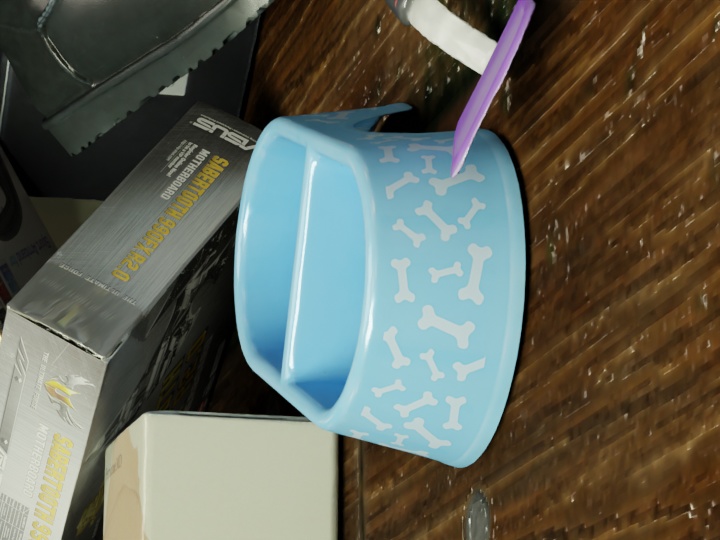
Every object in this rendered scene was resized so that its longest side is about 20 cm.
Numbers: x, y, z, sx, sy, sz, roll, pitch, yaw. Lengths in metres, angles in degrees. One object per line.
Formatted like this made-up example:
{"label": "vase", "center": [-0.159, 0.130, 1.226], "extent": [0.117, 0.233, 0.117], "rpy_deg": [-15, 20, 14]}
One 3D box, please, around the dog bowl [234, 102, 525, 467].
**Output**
{"label": "dog bowl", "center": [0.000, 0.000, 0.829], "extent": [0.200, 0.050, 0.112], "rpy_deg": [-148, 63, -72]}

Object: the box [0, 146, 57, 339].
{"label": "box", "center": [-0.182, -0.032, 1.034], "extent": [0.200, 0.041, 0.119], "rpy_deg": [60, -168, -5]}

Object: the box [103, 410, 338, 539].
{"label": "box", "center": [-0.056, 0.160, 0.927], "extent": [0.095, 0.078, 0.200], "rpy_deg": [137, 135, -68]}

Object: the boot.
{"label": "boot", "center": [-0.117, -0.148, 0.975], "extent": [0.198, 0.162, 0.073], "rpy_deg": [-32, 15, 39]}

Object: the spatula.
{"label": "spatula", "center": [0.027, -0.083, 0.799], "extent": [0.057, 0.021, 0.200], "rpy_deg": [-64, 20, 15]}

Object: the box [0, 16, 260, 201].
{"label": "box", "center": [-0.118, -0.166, 1.148], "extent": [0.200, 0.117, 0.197], "rpy_deg": [-111, 30, -53]}

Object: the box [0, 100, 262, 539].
{"label": "box", "center": [-0.106, 0.047, 1.039], "extent": [0.158, 0.048, 0.200], "rpy_deg": [-54, -12, -46]}

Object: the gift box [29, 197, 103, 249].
{"label": "gift box", "center": [-0.208, 0.013, 1.218], "extent": [0.185, 0.187, 0.200], "rpy_deg": [-81, 7, -59]}
